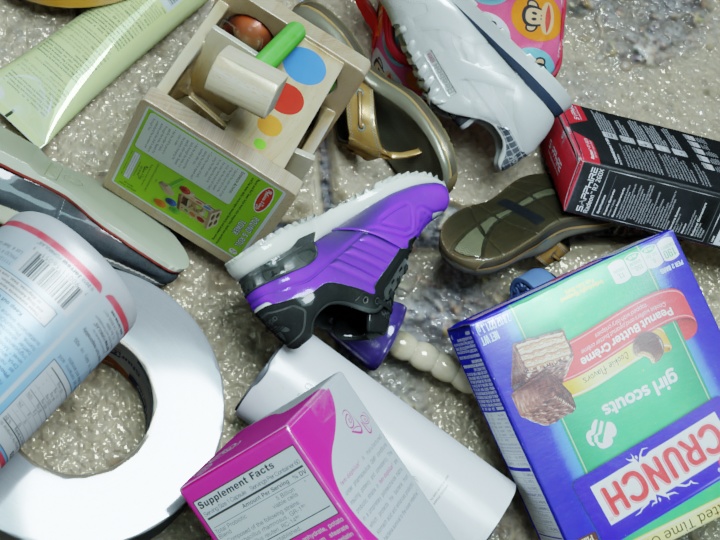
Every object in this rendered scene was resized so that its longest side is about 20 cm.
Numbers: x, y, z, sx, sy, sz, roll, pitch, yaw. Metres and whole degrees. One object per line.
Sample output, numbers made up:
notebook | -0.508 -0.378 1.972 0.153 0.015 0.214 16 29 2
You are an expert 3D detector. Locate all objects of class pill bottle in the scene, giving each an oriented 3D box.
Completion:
pill bottle | -0.244 0.064 0.883 0.109 0.109 0.200 40 66 3

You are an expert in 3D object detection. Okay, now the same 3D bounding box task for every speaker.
speaker | 0.012 0.129 1.009 0.200 0.081 0.081 36 65 1

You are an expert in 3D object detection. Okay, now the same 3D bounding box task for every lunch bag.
lunch bag | 0.081 -0.236 1.170 0.176 0.082 0.200 8 69 -6

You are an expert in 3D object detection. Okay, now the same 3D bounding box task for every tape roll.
tape roll | -0.198 0.100 0.976 0.200 0.066 0.200 5 68 -12

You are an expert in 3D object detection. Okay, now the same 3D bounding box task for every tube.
tube | -0.202 -0.179 1.094 0.200 0.058 0.052 -44 123 -21

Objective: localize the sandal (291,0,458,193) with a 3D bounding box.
sandal | -0.001 -0.128 1.105 0.054 0.080 0.200 -36 77 -25

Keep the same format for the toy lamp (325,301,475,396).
toy lamp | 0.069 0.074 1.058 0.200 0.058 0.058 25 66 -4

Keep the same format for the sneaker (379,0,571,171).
sneaker | 0.067 -0.166 1.071 0.200 0.076 0.081 42 96 -5

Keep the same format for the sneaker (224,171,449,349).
sneaker | 0.000 0.000 1.018 0.200 0.070 0.100 -26 85 -37

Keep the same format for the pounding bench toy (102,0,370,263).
pounding bench toy | -0.074 -0.129 1.007 0.124 0.200 0.156 32 56 -6

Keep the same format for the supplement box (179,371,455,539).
supplement box | -0.011 0.185 0.930 0.200 0.103 0.101 57 26 -3

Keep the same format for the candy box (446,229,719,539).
candy box | 0.182 0.097 1.005 0.169 0.077 0.200 -25 89 -10

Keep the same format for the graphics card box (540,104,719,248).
graphics card box | 0.251 -0.072 1.129 0.200 0.051 0.125 12 27 -9

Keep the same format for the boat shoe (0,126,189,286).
boat shoe | -0.222 -0.040 1.026 0.200 0.071 0.063 30 105 -9

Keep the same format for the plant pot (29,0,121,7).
plant pot | -0.220 -0.332 1.045 0.200 0.183 0.200 -1 62 1

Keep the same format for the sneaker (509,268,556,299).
sneaker | 0.199 0.071 1.089 0.078 0.070 0.200 -36 89 -25

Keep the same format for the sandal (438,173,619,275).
sandal | 0.137 -0.028 1.106 0.082 0.055 0.200 33 40 31
